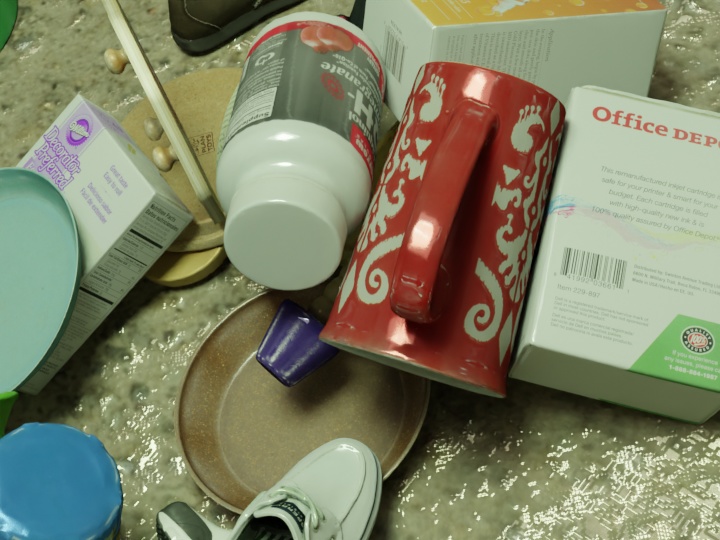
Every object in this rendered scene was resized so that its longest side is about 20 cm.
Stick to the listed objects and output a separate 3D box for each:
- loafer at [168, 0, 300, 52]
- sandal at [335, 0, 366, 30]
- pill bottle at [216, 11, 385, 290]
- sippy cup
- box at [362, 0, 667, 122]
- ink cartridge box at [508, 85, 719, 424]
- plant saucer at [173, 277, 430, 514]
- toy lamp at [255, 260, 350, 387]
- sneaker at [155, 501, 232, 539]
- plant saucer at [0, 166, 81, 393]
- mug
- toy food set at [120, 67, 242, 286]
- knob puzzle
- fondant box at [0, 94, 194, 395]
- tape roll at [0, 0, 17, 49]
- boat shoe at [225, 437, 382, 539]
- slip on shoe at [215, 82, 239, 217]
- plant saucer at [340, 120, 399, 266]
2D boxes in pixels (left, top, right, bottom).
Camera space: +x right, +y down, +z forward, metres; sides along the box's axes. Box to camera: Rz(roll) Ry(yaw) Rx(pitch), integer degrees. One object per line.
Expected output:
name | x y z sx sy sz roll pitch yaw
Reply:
loafer | -0.095 -0.280 1.268 0.199 0.072 0.073 -38 55 -9
sandal | -0.023 -0.186 1.170 0.045 0.075 0.201 20 45 -10
pill bottle | -0.043 -0.085 0.974 0.109 0.111 0.201 -6 43 13
sippy cup | -0.220 0.175 0.936 0.177 0.131 0.140 33 50 2
box | 0.115 -0.177 1.059 0.198 0.098 0.125 -8 37 -22
ink cartridge box | 0.195 -0.012 0.953 0.143 0.088 0.202 13 70 1
plant saucer | -0.041 0.099 1.020 0.198 0.037 0.202 -8 56 12
toy lamp | 0.000 0.000 1.005 0.058 0.058 0.200 37 79 33
sneaker | -0.062 0.221 0.935 0.199 0.074 0.080 36 58 28
plant saucer | -0.292 0.017 1.076 0.198 0.027 0.203 -11 67 27
mug | 0.070 -0.029 0.912 0.132 0.177 0.202 19 83 -17
toy food set | -0.128 -0.092 1.168 0.196 0.049 0.201 -29 53 -3
knob puzzle | -0.154 -0.112 1.035 0.030 0.220 0.221 -26 53 -4
fondant box | -0.248 -0.022 1.116 0.200 0.058 0.144 -47 54 6
tape roll | -0.446 -0.255 1.376 0.198 0.048 0.202 -9 56 12
boat shoe | -0.044 0.175 0.882 0.073 0.067 0.201 21 50 18
slip on shoe | -0.071 -0.069 1.075 0.061 0.074 0.201 5 46 -28
plant saucer | 0.087 -0.042 1.068 0.199 0.049 0.200 32 70 32
